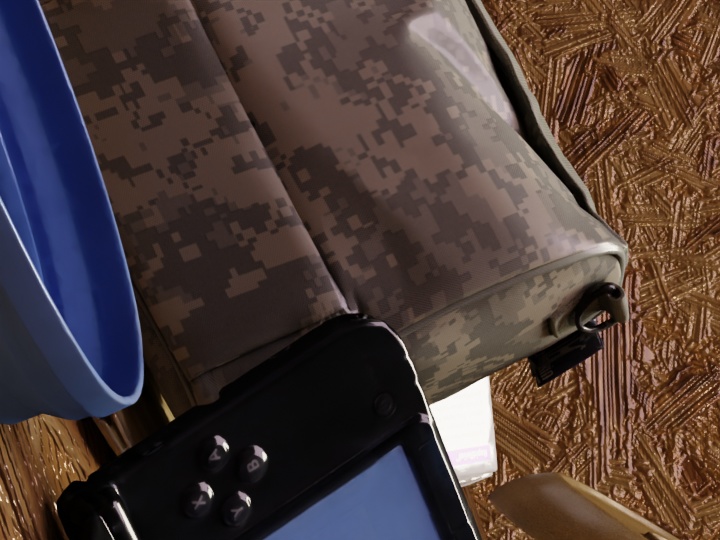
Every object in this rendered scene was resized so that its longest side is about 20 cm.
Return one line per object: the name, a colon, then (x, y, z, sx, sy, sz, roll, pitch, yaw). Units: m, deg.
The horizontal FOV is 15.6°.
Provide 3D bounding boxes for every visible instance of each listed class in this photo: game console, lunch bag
game console: (-0.004, 0.144, 0.766, 0.116, 0.176, 0.201, 21, -43, 55)
lunch bag: (-0.016, -0.037, 0.937, 0.201, 0.167, 0.139, 63, -3, 16)

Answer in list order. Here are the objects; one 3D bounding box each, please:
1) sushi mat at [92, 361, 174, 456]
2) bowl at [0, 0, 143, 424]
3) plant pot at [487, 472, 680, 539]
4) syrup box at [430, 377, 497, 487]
sushi mat: (-0.067, 0.076, 0.951, 0.200, 0.012, 0.096, 67, 3, -48)
bowl: (-0.114, -0.051, 0.727, 0.201, 0.039, 0.201, -20, 90, -86)
plant pot: (0.146, 0.141, 1.149, 0.200, 0.028, 0.200, 32, 2, -1)
syrup box: (0.000, 0.000, 1.182, 0.081, 0.078, 0.201, -2, 87, -53)
